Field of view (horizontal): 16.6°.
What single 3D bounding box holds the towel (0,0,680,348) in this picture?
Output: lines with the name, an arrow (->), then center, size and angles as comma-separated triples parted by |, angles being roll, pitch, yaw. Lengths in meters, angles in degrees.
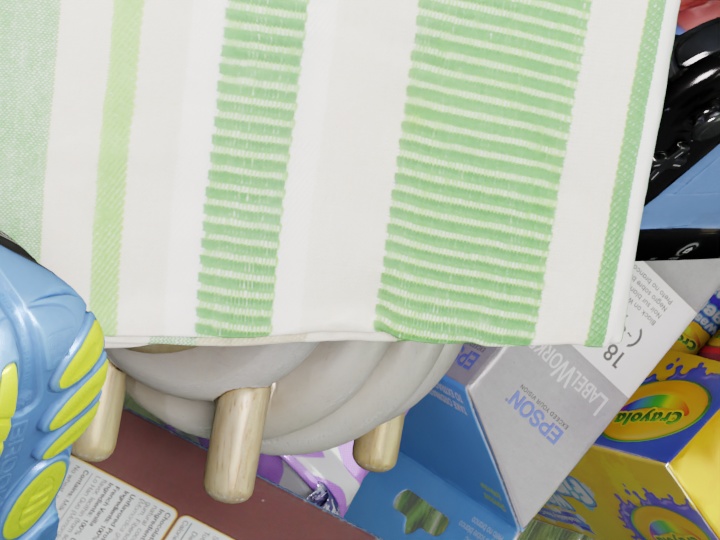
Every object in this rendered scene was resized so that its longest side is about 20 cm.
towel -> -0.014, -0.048, 0.645 | 0.023, 0.200, 0.153 | -122, -144, -61

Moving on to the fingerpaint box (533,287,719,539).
fingerpaint box -> 0.138, 0.034, 1.030 | 0.167, 0.200, 0.073 | -45, 113, -17

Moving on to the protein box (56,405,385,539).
protein box -> -0.040, 0.170, 0.837 | 0.135, 0.200, 0.199 | -57, 162, -23

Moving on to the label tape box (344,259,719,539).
label tape box -> 0.053, 0.023, 0.994 | 0.200, 0.063, 0.144 | -51, -154, -6

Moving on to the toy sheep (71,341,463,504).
toy sheep -> -0.023, -0.004, 0.760 | 0.200, 0.138, 0.138 | -6, 121, -65

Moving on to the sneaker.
sneaker -> -0.121, 0.045, 0.629 | 0.071, 0.083, 0.200 | -28, 159, -37

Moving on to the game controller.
game controller -> 0.128, -0.037, 0.773 | 0.200, 0.042, 0.104 | -1, 138, -49

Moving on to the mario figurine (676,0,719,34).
mario figurine -> 0.126, -0.074, 0.814 | 0.200, 0.106, 0.123 | -53, -160, 17

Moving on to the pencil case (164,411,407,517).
pencil case -> 0.000, 0.000, 0.933 | 0.200, 0.084, 0.086 | -59, 139, -22
